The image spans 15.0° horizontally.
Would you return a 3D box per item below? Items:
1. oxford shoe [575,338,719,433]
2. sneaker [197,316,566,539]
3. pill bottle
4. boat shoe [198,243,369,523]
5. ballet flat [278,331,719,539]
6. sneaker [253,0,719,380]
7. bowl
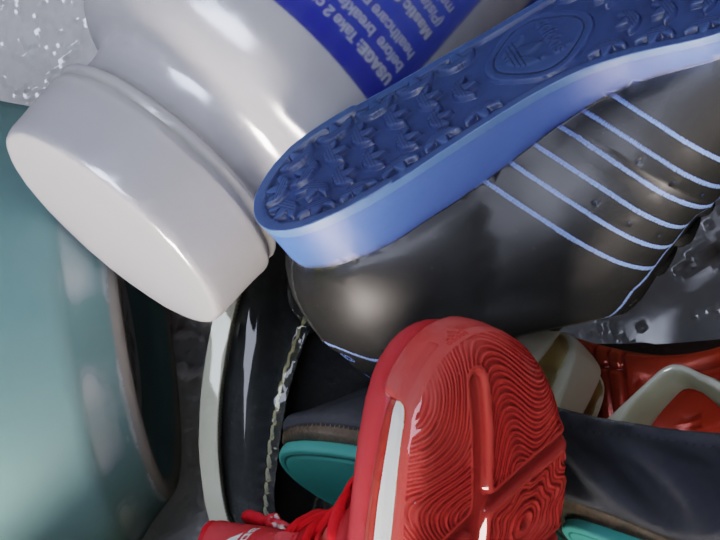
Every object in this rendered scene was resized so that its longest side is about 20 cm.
[{"bbox_3d":[0.096,0.054,0.838,0.200,0.072,0.071,-7,81,35],"label":"oxford shoe"},{"bbox_3d":[-0.011,0.082,0.755,0.115,0.078,0.200,27,132,30],"label":"sneaker"},{"bbox_3d":[-0.011,-0.085,0.821,0.112,0.112,0.200,33,73,26],"label":"pill bottle"},{"bbox_3d":[0.000,0.000,0.890,0.068,0.072,0.200,16,85,27],"label":"boat shoe"},{"bbox_3d":[0.065,0.055,0.781,0.200,0.073,0.073,14,87,42],"label":"ballet flat"},{"bbox_3d":[0.072,-0.034,0.755,0.200,0.078,0.070,-26,32,8],"label":"sneaker"},{"bbox_3d":[-0.120,0.025,0.895,0.105,0.201,0.201,-9,76,3],"label":"bowl"}]
